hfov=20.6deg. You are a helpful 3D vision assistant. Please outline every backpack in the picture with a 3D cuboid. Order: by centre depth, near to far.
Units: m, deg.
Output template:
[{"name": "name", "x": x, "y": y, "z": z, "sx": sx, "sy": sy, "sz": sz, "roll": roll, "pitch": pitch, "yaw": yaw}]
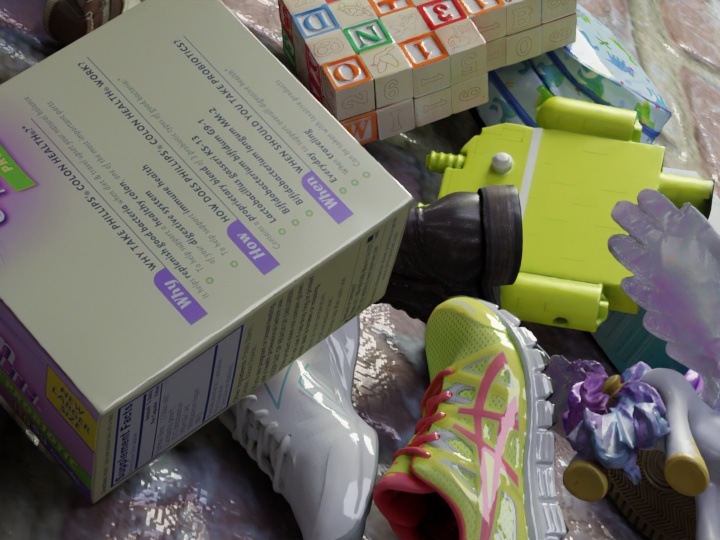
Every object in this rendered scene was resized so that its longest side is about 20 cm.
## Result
[{"name": "backpack", "x": 0.147, "y": -0.137, "z": 1.509, "sx": 0.163, "sy": 0.153, "sz": 0.201, "roll": 31, "pitch": 38, "yaw": -40}]

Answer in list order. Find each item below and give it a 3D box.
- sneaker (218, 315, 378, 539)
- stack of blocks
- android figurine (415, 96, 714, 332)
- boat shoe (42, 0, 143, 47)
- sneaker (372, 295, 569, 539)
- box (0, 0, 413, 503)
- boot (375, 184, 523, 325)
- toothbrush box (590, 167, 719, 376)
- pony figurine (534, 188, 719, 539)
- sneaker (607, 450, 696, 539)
[{"name": "sneaker", "x": -0.037, "y": 0.085, "z": 1.047, "sx": 0.080, "sy": 0.071, "sz": 0.201, "roll": 8, "pitch": 34, "yaw": -15}, {"name": "stack of blocks", "x": 0.054, "y": -0.171, "z": 1.409, "sx": 0.198, "sy": 0.059, "sz": 0.116, "roll": -19, "pitch": 50, "yaw": -13}, {"name": "android figurine", "x": 0.136, "y": -0.039, "z": 1.336, "sx": 0.198, "sy": 0.041, "sz": 0.183, "roll": 12, "pitch": 57, "yaw": 10}, {"name": "boat shoe", "x": -0.165, "y": -0.149, "z": 1.257, "sx": 0.074, "sy": 0.075, "sz": 0.203, "roll": 1, "pitch": 38, "yaw": 3}, {"name": "sneaker", "x": 0.048, "y": 0.095, "z": 0.993, "sx": 0.089, "sy": 0.078, "sz": 0.201, "roll": 5, "pitch": 51, "yaw": -18}, {"name": "box", "x": -0.108, "y": -0.020, "z": 0.988, "sx": 0.199, "sy": 0.097, "sz": 0.176, "roll": -35, "pitch": 70, "yaw": -27}, {"name": "boot", "x": 0.000, "y": 0.000, "z": 1.164, "sx": 0.172, "sy": 0.200, "sz": 0.070, "roll": -2, "pitch": 62, "yaw": -5}, {"name": "toothbrush box", "x": 0.230, "y": 0.020, "z": 1.405, "sx": 0.146, "sy": 0.086, "sz": 0.200, "roll": 4, "pitch": 40, "yaw": -44}, {"name": "pony figurine", "x": 0.175, "y": 0.080, "z": 1.118, "sx": 0.193, "sy": 0.167, "sz": 0.200, "roll": 41, "pitch": 28, "yaw": -3}, {"name": "sneaker", "x": 0.240, "y": 0.150, "z": 1.241, "sx": 0.199, "sy": 0.072, "sz": 0.112, "roll": 34, "pitch": 14, "yaw": 20}]
